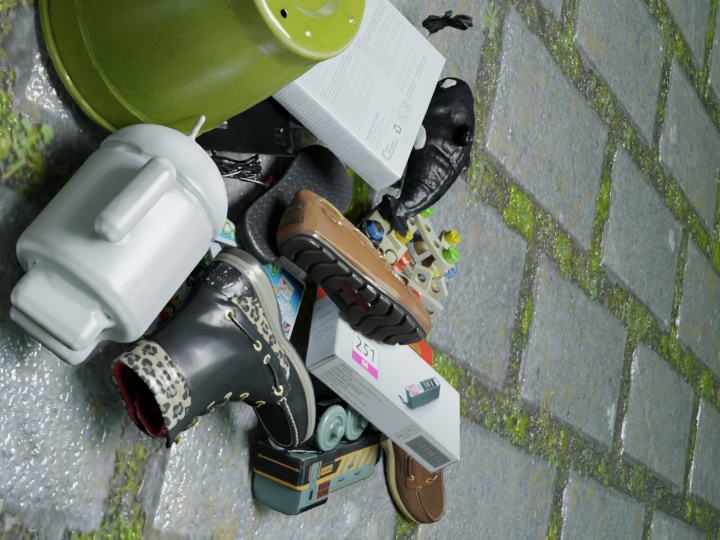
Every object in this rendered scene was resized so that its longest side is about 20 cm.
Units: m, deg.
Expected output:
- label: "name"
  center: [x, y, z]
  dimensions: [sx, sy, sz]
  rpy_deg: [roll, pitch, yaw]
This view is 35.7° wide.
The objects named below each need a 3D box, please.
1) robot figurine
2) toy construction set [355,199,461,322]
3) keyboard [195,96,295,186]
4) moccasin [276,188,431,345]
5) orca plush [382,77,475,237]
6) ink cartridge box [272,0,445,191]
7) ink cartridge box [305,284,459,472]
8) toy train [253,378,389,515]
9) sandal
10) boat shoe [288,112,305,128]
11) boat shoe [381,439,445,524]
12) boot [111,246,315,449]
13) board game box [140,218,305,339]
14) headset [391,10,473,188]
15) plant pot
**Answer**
- label: "robot figurine"
  center: [-0.176, -0.028, 0.838]
  dimensions: [0.113, 0.169, 0.201]
  rpy_deg: [38, 66, -7]
- label: "toy construction set"
  center: [0.047, -0.010, 1.207]
  dimensions: [0.132, 0.092, 0.200]
  rpy_deg: [52, 19, -9]
- label: "keyboard"
  center: [-0.141, -0.125, 0.978]
  dimensions: [0.199, 0.039, 0.106]
  rpy_deg: [-1, 80, -48]
- label: "moccasin"
  center: [-0.001, 0.001, 1.059]
  dimensions: [0.201, 0.073, 0.078]
  rpy_deg: [39, 45, -28]
- label: "orca plush"
  center: [0.082, -0.133, 1.163]
  dimensions: [0.106, 0.071, 0.200]
  rpy_deg: [50, 52, -13]
- label: "ink cartridge box"
  center: [-0.015, -0.207, 1.080]
  dimensions: [0.200, 0.040, 0.201]
  rpy_deg: [43, 44, -21]
- label: "ink cartridge box"
  center: [0.030, 0.084, 1.153]
  dimensions: [0.200, 0.043, 0.175]
  rpy_deg: [43, 34, -30]
- label: "toy train"
  center: [-0.034, 0.174, 1.139]
  dimensions: [0.199, 0.084, 0.116]
  rpy_deg: [-7, 111, -60]
- label: "sandal"
  center: [-0.070, -0.064, 1.079]
  dimensions: [0.076, 0.045, 0.200]
  rpy_deg: [61, 36, -11]
- label: "boat shoe"
  center: [-0.028, -0.167, 1.126]
  dimensions: [0.199, 0.066, 0.071]
  rpy_deg: [18, 77, -58]
- label: "boat shoe"
  center: [0.071, 0.221, 1.315]
  dimensions: [0.072, 0.067, 0.202]
  rpy_deg: [-48, 131, -45]
- label: "boot"
  center: [-0.120, 0.103, 0.942]
  dimensions: [0.154, 0.073, 0.205]
  rpy_deg: [-45, 131, -38]
- label: "board game box"
  center: [-0.127, 0.028, 1.011]
  dimensions: [0.200, 0.034, 0.128]
  rpy_deg: [43, 58, -51]
- label: "headset"
  center: [0.073, -0.191, 1.262]
  dimensions: [0.123, 0.093, 0.203]
  rpy_deg: [21, 76, -57]
- label: "plant pot"
  center: [-0.105, -0.206, 0.849]
  dimensions: [0.199, 0.191, 0.203]
  rpy_deg: [6, 82, -49]
